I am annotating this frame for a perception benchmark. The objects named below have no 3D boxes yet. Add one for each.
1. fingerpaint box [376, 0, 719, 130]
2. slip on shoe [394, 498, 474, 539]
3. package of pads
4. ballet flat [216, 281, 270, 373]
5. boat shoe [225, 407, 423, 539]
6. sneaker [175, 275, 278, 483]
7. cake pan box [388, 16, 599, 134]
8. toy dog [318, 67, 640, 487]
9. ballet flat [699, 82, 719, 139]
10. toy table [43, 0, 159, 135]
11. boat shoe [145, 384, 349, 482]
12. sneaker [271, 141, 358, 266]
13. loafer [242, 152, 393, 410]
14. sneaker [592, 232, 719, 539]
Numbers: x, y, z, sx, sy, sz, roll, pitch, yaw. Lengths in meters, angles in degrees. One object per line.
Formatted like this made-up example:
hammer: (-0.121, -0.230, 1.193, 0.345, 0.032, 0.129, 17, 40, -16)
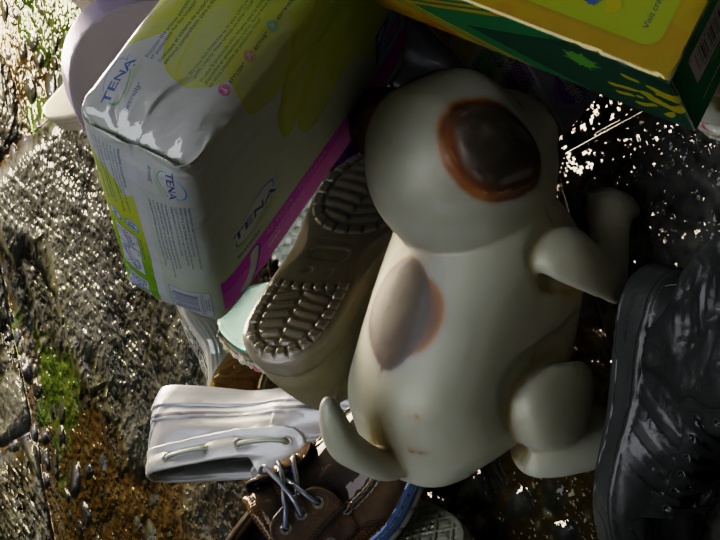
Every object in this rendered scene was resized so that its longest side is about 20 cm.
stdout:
fingerpaint box: (0.109, -0.186, 0.665, 0.166, 0.073, 0.201, 25, 87, 24)
slip on shoe: (0.010, 0.163, 0.969, 0.200, 0.074, 0.061, 24, 146, 55)
package of pads: (-0.047, -0.094, 0.740, 0.068, 0.201, 0.155, 26, 155, 15)
ballet flat: (-0.014, 0.046, 0.969, 0.199, 0.064, 0.076, -1, 50, 49)
boat shoe: (-0.030, 0.145, 0.898, 0.201, 0.072, 0.072, -58, 42, 17)
sneaker: (-0.082, 0.055, 1.088, 0.088, 0.075, 0.201, 162, 92, -82)
cake pan box: (0.024, -0.162, 0.833, 0.184, 0.052, 0.200, 16, 147, 52)
toy dog: (0.050, -0.004, 0.791, 0.139, 0.193, 0.201, 30, 127, 58)
ballet flat: (0.189, -0.080, 0.678, 0.200, 0.064, 0.076, 30, 114, 48)
toy table: (-0.126, -0.134, 1.014, 0.183, 0.200, 0.117, -36, 48, 3)
boat shoe: (-0.048, 0.114, 0.984, 0.199, 0.074, 0.067, -3, 63, 30)
sneaker: (-0.023, -0.082, 0.972, 0.069, 0.100, 0.201, 10, 135, 29)
loafer: (0.000, 0.000, 0.880, 0.075, 0.200, 0.069, 13, 138, 30)
sneaker: (0.170, 0.068, 0.740, 0.104, 0.060, 0.201, 13, 105, 53)
